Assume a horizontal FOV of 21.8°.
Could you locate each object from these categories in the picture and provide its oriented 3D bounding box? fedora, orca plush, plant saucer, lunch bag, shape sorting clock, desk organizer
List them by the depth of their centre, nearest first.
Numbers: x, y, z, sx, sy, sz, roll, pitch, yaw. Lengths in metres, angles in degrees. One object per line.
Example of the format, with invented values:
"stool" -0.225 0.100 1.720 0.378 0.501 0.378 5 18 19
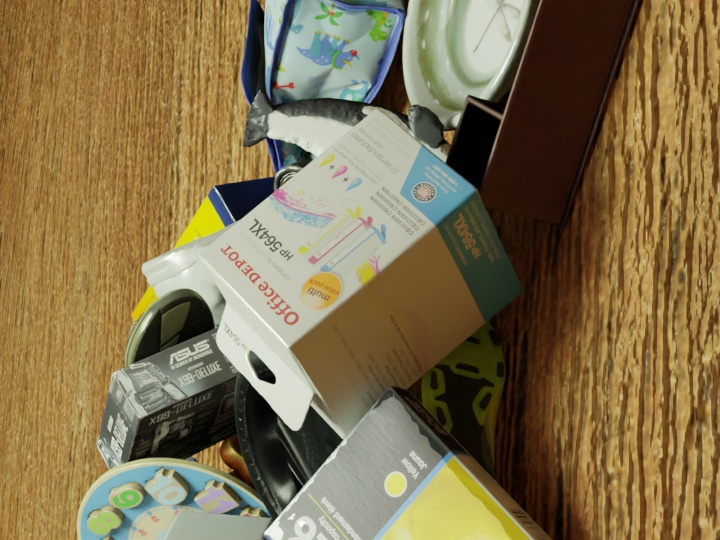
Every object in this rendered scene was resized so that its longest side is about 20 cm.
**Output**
"desk organizer" 0.131 -0.140 1.358 0.072 0.077 0.201 39 115 61
"plant saucer" 0.101 -0.204 1.476 0.200 0.050 0.201 -36 48 54
"orca plush" 0.006 -0.092 1.487 0.071 0.199 0.106 -77 -5 -70
"fedora" -0.015 0.139 1.489 0.200 0.091 0.201 28 128 43
"shape sorting clock" -0.147 0.240 1.597 0.200 0.199 0.039 -60 7 33
"lunch bag" -0.039 -0.201 1.661 0.170 0.127 0.201 -88 12 -50

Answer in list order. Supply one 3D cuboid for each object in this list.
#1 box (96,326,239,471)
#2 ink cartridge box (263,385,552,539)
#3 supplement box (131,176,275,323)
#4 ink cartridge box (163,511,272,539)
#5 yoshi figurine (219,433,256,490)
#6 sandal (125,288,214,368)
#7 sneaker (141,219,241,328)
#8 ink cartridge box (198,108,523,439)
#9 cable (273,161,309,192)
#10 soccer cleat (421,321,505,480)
"box" -0.121 0.100 1.594 0.050 0.199 0.158 59 156 18
"ink cartridge box" 0.026 0.219 1.307 0.198 0.047 0.200 44 100 26
"supplement box" -0.107 0.019 1.703 0.110 0.109 0.200 59 137 22
"ink cartridge box" -0.123 0.315 1.506 0.145 0.083 0.201 -68 -19 -72
"yoshi figurine" -0.123 0.211 1.666 0.112 0.112 0.200 -87 20 -54
"sandal" -0.173 0.067 1.600 0.057 0.080 0.201 59 159 18
"sneaker" -0.108 0.009 1.574 0.200 0.075 0.089 -17 98 58
"ink cartridge box" -0.009 0.010 1.360 0.200 0.125 0.129 -40 50 -10
"cable" 0.000 0.000 1.493 0.097 0.050 0.201 -24 100 37
"soccer cleat" 0.071 0.128 1.393 0.084 0.064 0.201 115 159 -61
